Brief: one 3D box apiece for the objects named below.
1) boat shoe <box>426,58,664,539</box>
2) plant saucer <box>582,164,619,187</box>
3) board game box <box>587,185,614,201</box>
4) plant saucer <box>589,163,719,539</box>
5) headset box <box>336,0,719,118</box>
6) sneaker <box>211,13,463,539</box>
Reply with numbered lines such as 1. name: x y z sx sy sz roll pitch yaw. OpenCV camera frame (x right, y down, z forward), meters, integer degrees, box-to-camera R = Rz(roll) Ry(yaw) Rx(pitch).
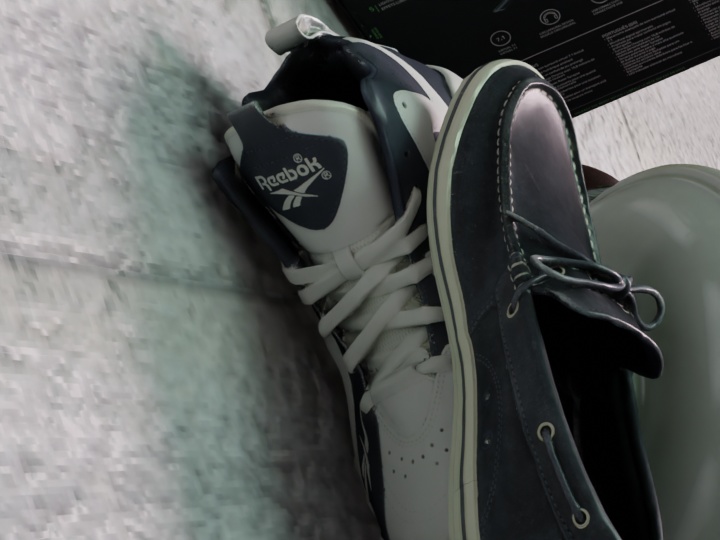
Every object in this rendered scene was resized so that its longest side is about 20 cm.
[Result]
1. boat shoe: 0.063 0.020 0.932 0.074 0.062 0.201 31 48 -43
2. plant saucer: 0.138 0.026 1.328 0.201 0.032 0.200 54 -6 8
3. board game box: 0.174 0.024 1.155 0.062 0.199 0.201 -24 118 -63
4. plant saucer: 0.078 0.057 1.015 0.050 0.200 0.201 13 47 -28
5. headset box: 0.067 -0.163 1.228 0.200 0.173 0.093 51 22 -44
6. sneaker: 0.000 0.000 0.979 0.129 0.079 0.200 34 48 -43
